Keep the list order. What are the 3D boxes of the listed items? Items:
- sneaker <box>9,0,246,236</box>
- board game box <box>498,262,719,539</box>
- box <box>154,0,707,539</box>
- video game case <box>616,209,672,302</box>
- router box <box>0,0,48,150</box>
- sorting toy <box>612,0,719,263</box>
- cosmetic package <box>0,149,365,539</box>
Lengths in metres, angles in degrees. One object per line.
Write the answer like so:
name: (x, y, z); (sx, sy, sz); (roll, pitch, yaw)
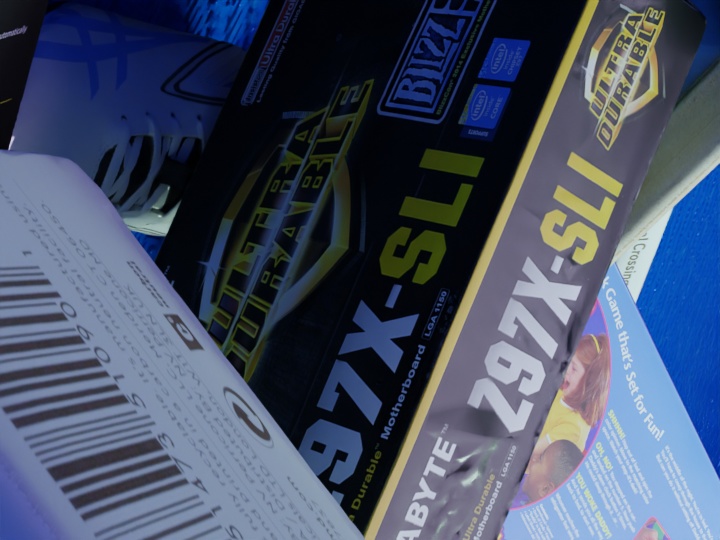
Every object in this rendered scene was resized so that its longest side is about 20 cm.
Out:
sneaker: (-0.069, -0.043, 0.715); (0.072, 0.072, 0.200); (-65, 162, 15)
board game box: (0.063, 0.071, 0.861); (0.134, 0.045, 0.201); (-39, 113, -28)
box: (0.000, 0.000, 0.641); (0.049, 0.159, 0.201); (28, 82, -36)
video game case: (0.096, -0.094, 0.956); (0.183, 0.022, 0.201); (103, -22, -52)
router box: (-0.143, -0.061, 0.497); (0.200, 0.051, 0.150); (-26, 140, -60)
sorting toy: (0.071, -0.098, 0.701); (0.200, 0.036, 0.187); (124, -36, -58)
cosmetic package: (-0.118, 0.096, 0.497); (0.200, 0.165, 0.165); (-39, 172, 12)
